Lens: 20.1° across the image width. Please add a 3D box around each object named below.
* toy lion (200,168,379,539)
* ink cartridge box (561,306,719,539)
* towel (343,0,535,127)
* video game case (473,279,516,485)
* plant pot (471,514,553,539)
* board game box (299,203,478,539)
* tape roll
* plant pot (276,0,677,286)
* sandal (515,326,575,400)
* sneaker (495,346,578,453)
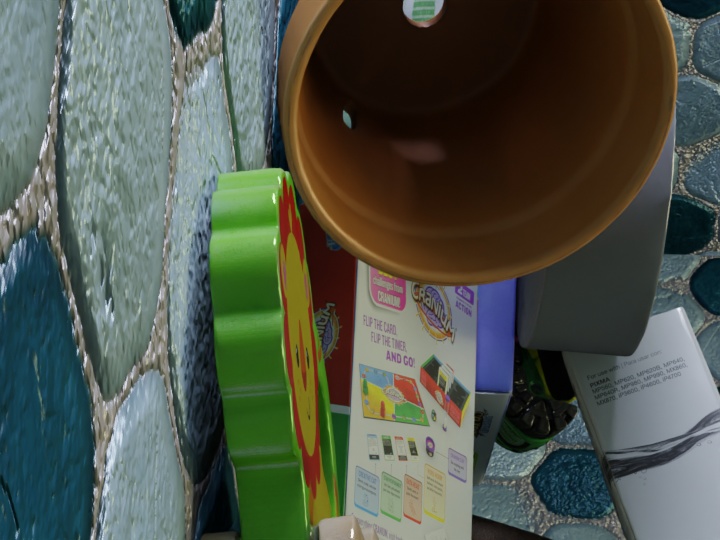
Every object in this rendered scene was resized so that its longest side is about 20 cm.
[{"bbox_3d":[-0.033,0.058,0.851,0.200,0.068,0.193,67,17,-79],"label":"toy lion"},{"bbox_3d":[0.201,0.145,1.263,0.144,0.083,0.201,63,7,-62],"label":"ink cartridge box"},{"bbox_3d":[0.046,-0.158,1.209,0.199,0.023,0.154,2,-90,54],"label":"towel"},{"bbox_3d":[0.072,0.017,1.330,0.182,0.045,0.201,99,-4,-66],"label":"video game case"},{"bbox_3d":[0.071,0.228,1.248,0.187,0.198,0.188,1,90,-85],"label":"plant pot"},{"bbox_3d":[0.014,0.079,1.129,0.153,0.040,0.201,35,52,-54],"label":"board game box"},{"bbox_3d":[0.134,-0.052,1.195,0.200,0.066,0.202,-176,-90,-89],"label":"tape roll"},{"bbox_3d":[0.047,-0.112,1.045,0.140,0.199,0.201,-112,-163,-58],"label":"plant pot"},{"bbox_3d":[0.110,0.008,1.389,0.075,0.045,0.201,104,-22,-49],"label":"sandal"},{"bbox_3d":[0.089,0.040,1.472,0.085,0.078,0.201,124,-45,-57],"label":"sneaker"}]
